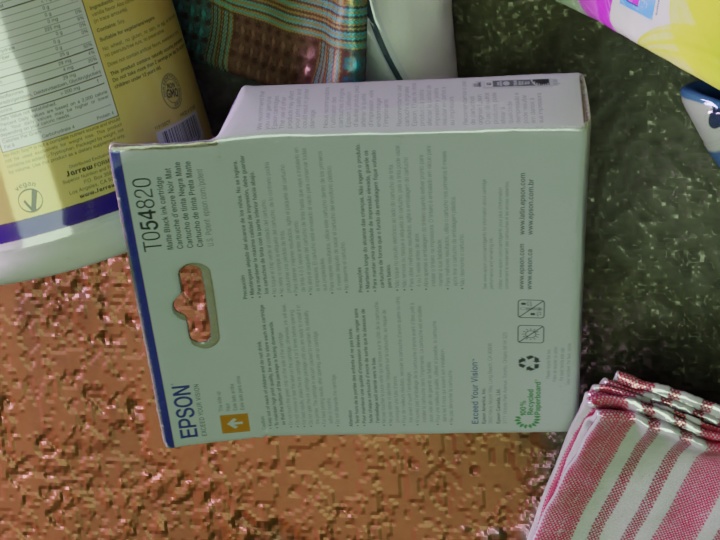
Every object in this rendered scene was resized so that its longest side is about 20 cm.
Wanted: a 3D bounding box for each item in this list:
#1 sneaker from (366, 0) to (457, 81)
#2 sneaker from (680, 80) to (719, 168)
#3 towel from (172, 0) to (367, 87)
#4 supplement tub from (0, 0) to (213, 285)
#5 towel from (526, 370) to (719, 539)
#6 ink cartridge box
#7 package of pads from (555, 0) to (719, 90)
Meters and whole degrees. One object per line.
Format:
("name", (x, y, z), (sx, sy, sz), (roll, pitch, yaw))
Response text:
("sneaker", (0.024, -0.161, 0.866), (0.071, 0.073, 0.200), (-1, 108, 31))
("sneaker", (0.220, -0.108, 0.843), (0.082, 0.074, 0.200), (42, 111, -1))
("towel", (-0.045, -0.179, 0.864), (0.147, 0.022, 0.200), (23, 119, 48))
("supplement tub", (-0.155, -0.107, 0.893), (0.145, 0.145, 0.200), (-12, 105, 17))
("towel", (0.182, 0.134, 0.932), (0.200, 0.030, 0.146), (21, 134, 6))
("ink cartridge box", (0.000, 0.000, 0.888), (0.200, 0.041, 0.200), (-2, 136, 1))
("package of pads", (0.166, -0.150, 0.781), (0.068, 0.200, 0.155), (1, 114, -30))
